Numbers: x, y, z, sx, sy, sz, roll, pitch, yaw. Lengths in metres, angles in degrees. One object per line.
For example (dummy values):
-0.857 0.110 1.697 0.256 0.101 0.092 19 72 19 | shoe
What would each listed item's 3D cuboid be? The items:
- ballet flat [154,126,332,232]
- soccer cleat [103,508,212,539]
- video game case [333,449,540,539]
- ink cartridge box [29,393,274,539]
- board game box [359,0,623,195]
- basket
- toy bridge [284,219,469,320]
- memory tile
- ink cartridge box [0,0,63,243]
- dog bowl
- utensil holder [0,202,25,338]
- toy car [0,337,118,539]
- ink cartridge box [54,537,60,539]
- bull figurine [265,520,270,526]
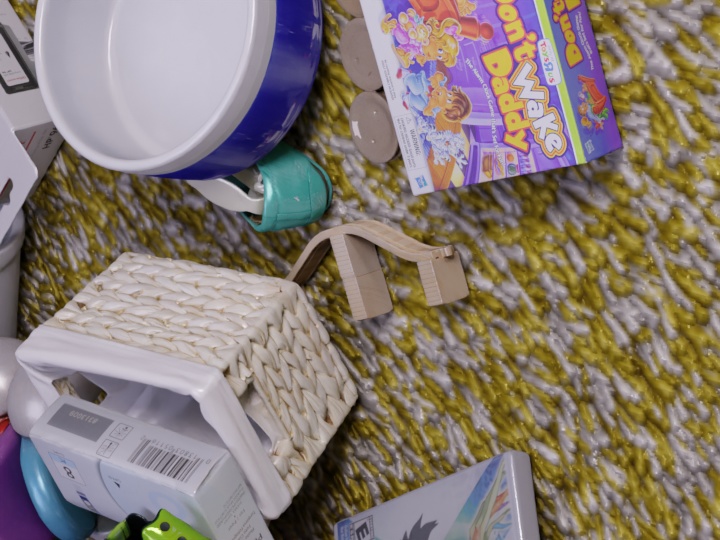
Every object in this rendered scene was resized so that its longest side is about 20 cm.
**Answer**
-0.106 -0.090 1.646 0.200 0.070 0.068 37 131 35 | ballet flat
-0.148 0.210 1.593 0.081 0.068 0.200 46 148 -4 | soccer cleat
0.055 0.241 1.546 0.182 0.022 0.201 -28 59 42 | video game case
-0.132 0.186 1.634 0.160 0.047 0.200 15 141 36 | ink cartridge box
0.069 -0.156 1.409 0.134 0.045 0.201 -10 99 40 | board game box
-0.120 0.075 1.642 0.200 0.123 0.136 9 139 41 | basket
0.000 0.000 1.591 0.200 0.027 0.067 -13 94 52 | toy bridge
0.037 -0.161 1.492 0.153 0.017 0.201 10 113 48 | memory tile
-0.298 -0.131 1.859 0.200 0.068 0.116 57 139 18 | ink cartridge box
-0.125 -0.162 1.578 0.200 0.079 0.201 -4 83 36 | dog bowl
-0.369 0.039 1.934 0.170 0.170 0.201 35 131 36 | utensil holder
-0.258 0.158 1.834 0.200 0.150 0.175 7 135 48 | toy car
-0.237 0.348 1.997 0.162 0.057 0.201 31 122 39 | ink cartridge box
-0.115 0.187 1.747 0.121 0.065 0.201 11 128 5 | bull figurine
